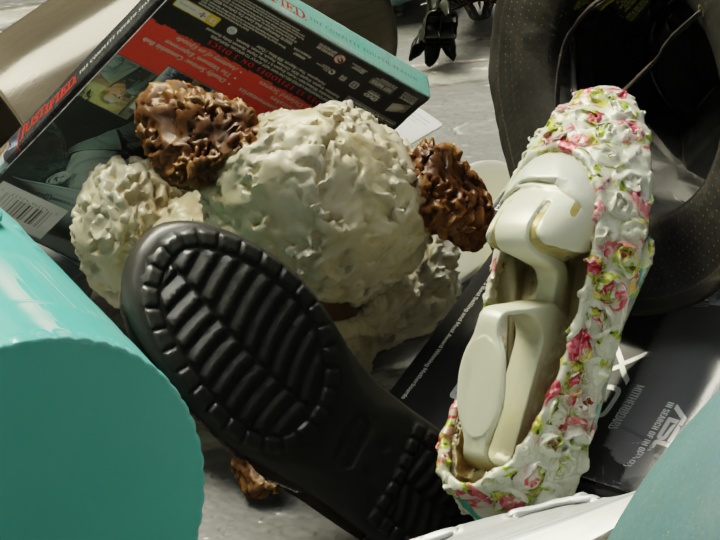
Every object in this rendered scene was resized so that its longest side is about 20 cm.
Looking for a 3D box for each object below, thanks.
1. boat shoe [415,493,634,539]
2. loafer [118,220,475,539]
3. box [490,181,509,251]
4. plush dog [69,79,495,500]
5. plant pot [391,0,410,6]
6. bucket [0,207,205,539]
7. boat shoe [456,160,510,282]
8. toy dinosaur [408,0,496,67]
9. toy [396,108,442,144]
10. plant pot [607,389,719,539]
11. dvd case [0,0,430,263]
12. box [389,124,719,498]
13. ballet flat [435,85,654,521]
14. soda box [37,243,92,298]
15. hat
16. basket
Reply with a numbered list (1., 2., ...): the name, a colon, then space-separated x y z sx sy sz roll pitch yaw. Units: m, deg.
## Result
1. boat shoe: 0.084 0.119 0.888 0.198 0.073 0.069 -20 25 -6
2. loafer: -0.035 0.058 0.955 0.073 0.200 0.071 -53 24 -21
3. box: 0.158 0.002 1.123 0.199 0.076 0.050 15 56 39
4. plush dog: -0.033 -0.006 1.038 0.198 0.173 0.161 11 45 -10
5. plant pot: -0.029 -0.276 1.701 0.133 0.201 0.201 -27 16 23
6. bucket: -0.170 0.081 0.894 0.206 0.209 0.134 -22 33 -31
7. boat shoe: 0.000 0.000 1.194 0.199 0.072 0.068 -34 1 -20
8. toy dinosaur: 0.074 -0.221 1.573 0.101 0.137 0.200 -13 -23 22
9. toy: -0.061 -0.056 1.344 0.199 0.047 0.115 -31 52 -29
10. plant pot: 0.142 0.139 0.724 0.134 0.200 0.200 -36 13 23
11. dvd case: -0.083 -0.063 1.111 0.145 0.200 0.022 26 39 -30
12. box: 0.126 0.023 1.026 0.157 0.050 0.200 15 58 41
13. ballet flat: 0.077 0.013 0.939 0.075 0.202 0.064 3 -13 41
14. soda box: -0.238 -0.019 1.197 0.199 0.069 0.063 32 37 16
15. hat: 0.142 -0.077 1.008 0.080 0.203 0.200 1 15 -36
16. basket: -0.106 -0.114 1.218 0.199 0.137 0.180 -34 22 -19
